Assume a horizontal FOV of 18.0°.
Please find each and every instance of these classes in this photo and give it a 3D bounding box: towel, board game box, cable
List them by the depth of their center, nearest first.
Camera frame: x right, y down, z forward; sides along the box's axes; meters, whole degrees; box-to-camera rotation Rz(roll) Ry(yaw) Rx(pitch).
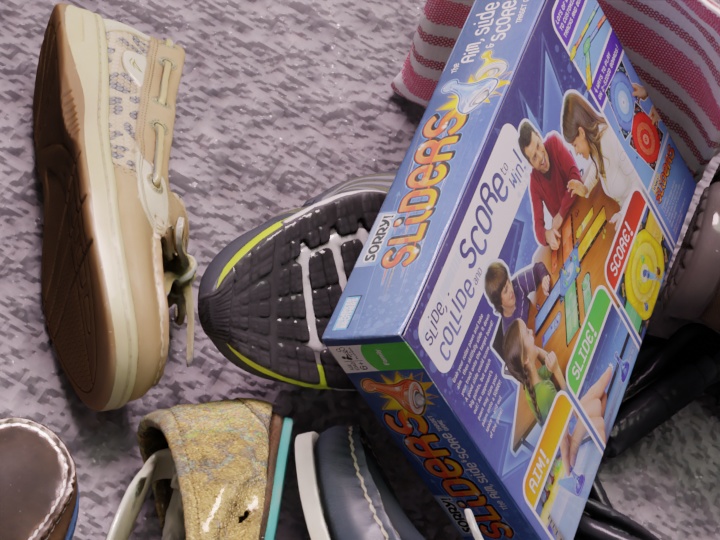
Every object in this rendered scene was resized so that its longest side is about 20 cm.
[{"bbox_3d":[0.063,-0.007,0.855,0.136,0.034,0.200,56,44,-35],"label":"board game box"},{"bbox_3d":[0.151,0.083,0.921,0.199,0.051,0.164,9,46,-21],"label":"cable"},{"bbox_3d":[0.089,-0.087,0.950,0.146,0.200,0.030,34,63,6],"label":"towel"}]

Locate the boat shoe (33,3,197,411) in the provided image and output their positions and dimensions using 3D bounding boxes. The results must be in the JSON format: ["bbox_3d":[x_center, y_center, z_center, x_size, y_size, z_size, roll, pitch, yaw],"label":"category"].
[{"bbox_3d":[-0.088,-0.030,0.881,0.062,0.073,0.200,7,46,-19],"label":"boat shoe"}]

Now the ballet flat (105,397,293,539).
[{"bbox_3d":[-0.059,0.122,0.763,0.070,0.071,0.200,16,42,-14],"label":"ballet flat"}]

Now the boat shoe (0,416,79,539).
[{"bbox_3d":[-0.152,0.100,0.722,0.072,0.072,0.200,38,43,9],"label":"boat shoe"}]

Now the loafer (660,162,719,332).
[{"bbox_3d":[0.170,-0.001,0.952,0.071,0.073,0.200,23,14,8],"label":"loafer"}]

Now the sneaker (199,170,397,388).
[{"bbox_3d":[0.000,0.000,0.883,0.200,0.081,0.074,-17,100,-52],"label":"sneaker"}]

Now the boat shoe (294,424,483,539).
[{"bbox_3d":[0.034,0.133,0.779,0.075,0.062,0.200,45,17,-57],"label":"boat shoe"}]
